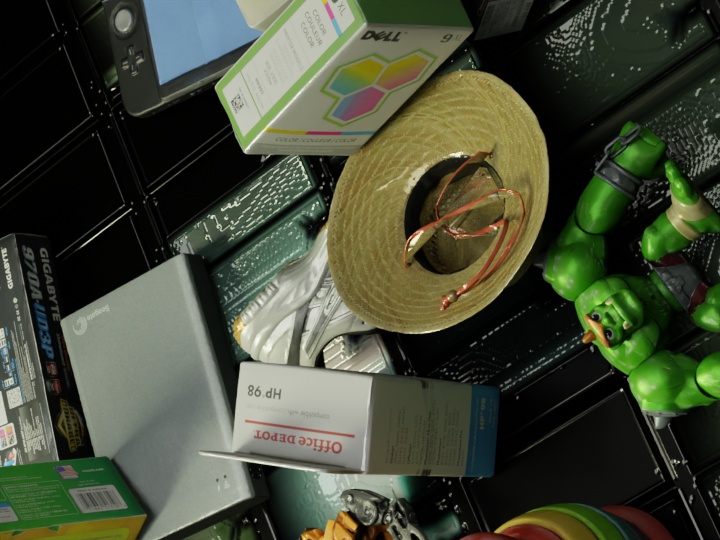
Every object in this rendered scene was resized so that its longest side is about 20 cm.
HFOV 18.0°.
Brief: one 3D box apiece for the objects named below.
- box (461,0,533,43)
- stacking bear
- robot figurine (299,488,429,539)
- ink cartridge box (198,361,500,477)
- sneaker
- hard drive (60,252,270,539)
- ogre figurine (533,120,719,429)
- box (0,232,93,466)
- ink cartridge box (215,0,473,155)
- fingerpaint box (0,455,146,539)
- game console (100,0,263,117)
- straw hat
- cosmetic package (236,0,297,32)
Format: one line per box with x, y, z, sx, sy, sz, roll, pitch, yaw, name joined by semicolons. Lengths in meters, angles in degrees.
0.076;-0.291;1.545;0.199;0.050;0.201;113;139;-59;box
0.118;0.206;1.458;0.121;0.200;0.114;20;97;35;stacking bear
0.030;0.249;1.606;0.200;0.058;0.145;42;109;30;robot figurine
-0.005;0.102;1.557;0.116;0.200;0.067;5;88;36;ink cartridge box
0.000;0.000;1.654;0.088;0.076;0.200;42;103;0;sneaker
-0.153;0.105;1.767;0.139;0.033;0.201;-27;70;31;hard drive
0.200;0.016;1.486;0.120;0.098;0.200;-39;96;13;ogre figurine
-0.307;0.088;1.870;0.159;0.046;0.201;-23;73;32;box
0.003;-0.156;1.511;0.200;0.104;0.059;-44;62;37;ink cartridge box
-0.286;0.230;1.727;0.073;0.199;0.167;50;128;35;fingerpaint box
-0.151;-0.232;1.743;0.200;0.119;0.173;-22;73;33;game console
0.076;-0.031;1.555;0.201;0.085;0.202;-22;56;37;straw hat
-0.012;-0.211;1.589;0.071;0.200;0.105;-36;67;27;cosmetic package
